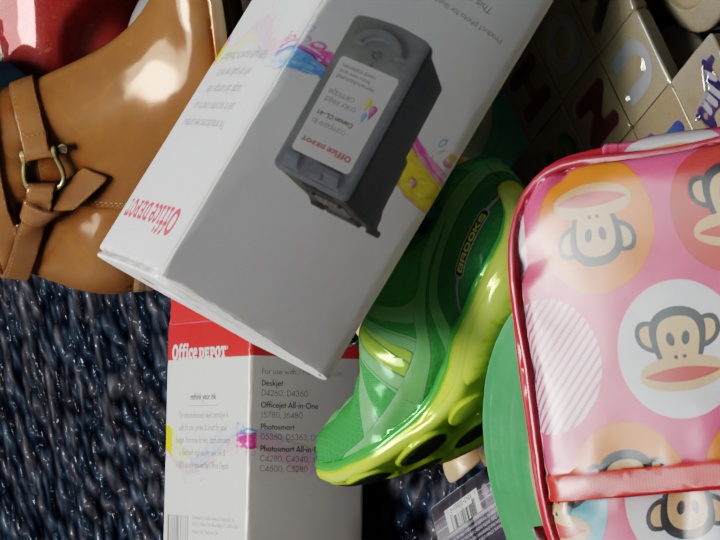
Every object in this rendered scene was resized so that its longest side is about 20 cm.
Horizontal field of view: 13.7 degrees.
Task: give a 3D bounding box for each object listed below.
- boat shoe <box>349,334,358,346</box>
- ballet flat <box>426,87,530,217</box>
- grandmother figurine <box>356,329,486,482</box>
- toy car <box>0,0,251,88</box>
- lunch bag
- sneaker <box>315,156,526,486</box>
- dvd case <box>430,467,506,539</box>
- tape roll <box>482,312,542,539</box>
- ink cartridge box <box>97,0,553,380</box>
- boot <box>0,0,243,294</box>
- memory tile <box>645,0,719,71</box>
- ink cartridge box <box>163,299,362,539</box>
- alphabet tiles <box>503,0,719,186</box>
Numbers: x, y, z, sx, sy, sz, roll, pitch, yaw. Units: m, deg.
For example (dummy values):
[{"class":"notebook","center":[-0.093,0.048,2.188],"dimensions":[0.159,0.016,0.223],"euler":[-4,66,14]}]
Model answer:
[{"class":"boat shoe","center":[-0.021,-0.058,1.407],"dimensions":[0.073,0.062,0.201],"euler":[2,106,28]},{"class":"ballet flat","center":[0.035,-0.062,1.304],"dimensions":[0.200,0.070,0.068],"euler":[141,119,-61]},{"class":"grandmother figurine","center":[0.000,0.000,1.308],"dimensions":[0.200,0.061,0.121],"euler":[48,145,-4]},{"class":"toy car","center":[-0.091,-0.128,1.502],"dimensions":[0.200,0.184,0.177],"euler":[0,97,36]},{"class":"lunch bag","center":[0.151,0.038,0.966],"dimensions":[0.200,0.082,0.177],"euler":[-8,85,27]},{"class":"sneaker","center":[0.033,0.023,1.225],"dimensions":[0.084,0.074,0.200],"euler":[63,144,22]},{"class":"dvd case","center":[0.090,0.178,1.320],"dimensions":[0.149,0.016,0.201],"euler":[-44,56,59]},{"class":"tape roll","center":[0.129,0.085,1.099],"dimensions":[0.200,0.048,0.201],"euler":[31,134,38]},{"class":"ink cartridge box","center":[-0.010,-0.067,1.185],"dimensions":[0.200,0.085,0.148],"euler":[-60,13,-3]},{"class":"boot","center":[-0.133,-0.081,1.417],"dimensions":[0.077,0.155,0.200],"euler":[-85,-3,-58]},{"class":"memory tile","center":[0.122,-0.049,1.168],"dimensions":[0.153,0.017,0.201],"euler":[40,132,49]},{"class":"ink cartridge box","center":[-0.050,0.084,1.514],"dimensions":[0.116,0.067,0.201],"euler":[174,98,-65]},{"class":"alphabet tiles","center":[0.113,-0.018,1.154],"dimensions":[0.200,0.008,0.167],"euler":[66,149,20]}]
